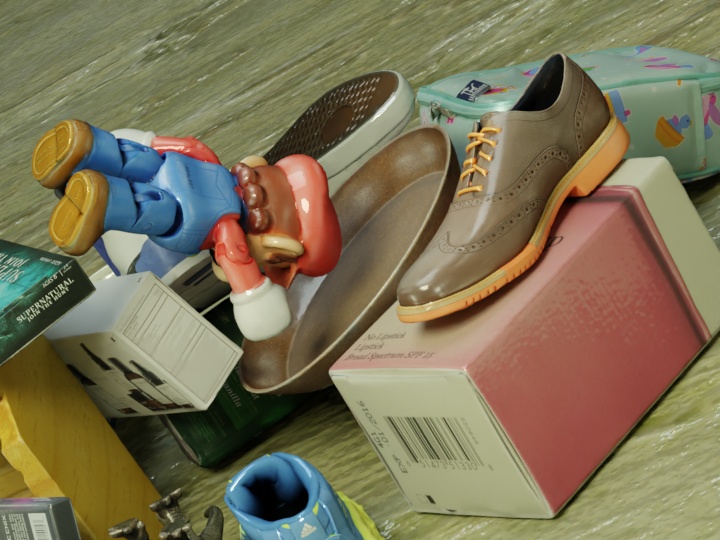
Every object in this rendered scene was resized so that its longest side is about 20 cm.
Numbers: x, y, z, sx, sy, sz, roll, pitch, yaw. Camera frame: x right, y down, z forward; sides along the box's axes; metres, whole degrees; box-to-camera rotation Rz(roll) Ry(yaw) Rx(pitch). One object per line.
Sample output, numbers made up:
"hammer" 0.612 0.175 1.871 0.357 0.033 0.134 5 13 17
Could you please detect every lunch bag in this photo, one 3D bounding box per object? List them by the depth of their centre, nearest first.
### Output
"lunch bag" 0.137 -0.099 1.779 0.199 0.077 0.160 -8 14 -16

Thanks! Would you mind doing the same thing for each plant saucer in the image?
"plant saucer" 0.000 0.000 1.672 0.200 0.034 0.200 -47 18 20

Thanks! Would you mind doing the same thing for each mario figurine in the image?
"mario figurine" -0.102 -0.022 1.620 0.106 0.200 0.124 -8 73 54

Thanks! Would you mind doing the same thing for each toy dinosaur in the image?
"toy dinosaur" -0.102 0.187 1.549 0.077 0.103 0.200 -22 10 -3

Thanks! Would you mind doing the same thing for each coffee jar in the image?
"coffee jar" -0.048 0.043 1.801 0.200 0.085 0.104 -35 8 -6

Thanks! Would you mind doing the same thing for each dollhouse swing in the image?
"dollhouse swing" -0.233 0.149 1.660 0.175 0.200 0.182 -29 20 12

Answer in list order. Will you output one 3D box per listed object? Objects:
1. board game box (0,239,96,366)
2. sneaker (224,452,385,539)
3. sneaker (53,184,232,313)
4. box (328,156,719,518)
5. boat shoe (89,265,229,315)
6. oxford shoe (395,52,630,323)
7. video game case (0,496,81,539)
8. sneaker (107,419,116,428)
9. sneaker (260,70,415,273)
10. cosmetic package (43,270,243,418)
"board game box" -0.248 0.033 1.611 0.135 0.028 0.200 -40 21 -18
"sneaker" -0.037 0.135 1.543 0.076 0.105 0.200 -36 21 -11
"sneaker" -0.136 -0.026 1.763 0.080 0.115 0.199 -34 -9 -8
"box" 0.102 0.037 1.562 0.128 0.109 0.200 -4 34 51
"boat shoe" -0.133 -0.002 2.060 0.201 0.072 0.060 -26 18 -2
"oxford shoe" 0.073 -0.046 1.531 0.071 0.073 0.200 -8 31 46
"video game case" -0.213 0.204 1.594 0.019 0.143 0.200 -19 8 -39
"sneaker" -0.205 0.074 1.906 0.085 0.077 0.200 15 9 4
"sneaker" -0.017 -0.061 1.860 0.200 0.085 0.073 -38 30 35
"cosmetic package" -0.162 0.051 1.707 0.200 0.083 0.051 -10 42 57
